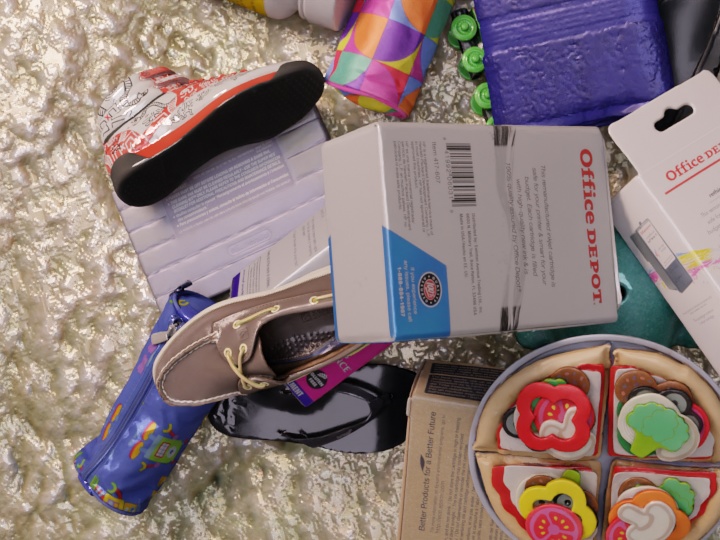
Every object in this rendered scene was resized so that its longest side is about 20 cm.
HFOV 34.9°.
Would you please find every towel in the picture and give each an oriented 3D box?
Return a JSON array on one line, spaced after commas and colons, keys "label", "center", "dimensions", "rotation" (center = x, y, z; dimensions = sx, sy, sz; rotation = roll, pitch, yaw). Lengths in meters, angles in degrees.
[{"label": "towel", "center": [0.163, -0.211, 0.903], "dimensions": [0.147, 0.050, 0.202], "rotation": [-8, 98, 24]}]

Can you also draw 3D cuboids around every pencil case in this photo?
[{"label": "pencil case", "center": [-0.171, 0.112, 0.976], "dimensions": [0.078, 0.087, 0.201], "rotation": [40, 104, 32]}, {"label": "pencil case", "center": [0.039, -0.231, 0.963], "dimensions": [0.088, 0.088, 0.201], "rotation": [22, 91, 8]}]

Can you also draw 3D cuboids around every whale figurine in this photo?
[{"label": "whale figurine", "center": [0.204, 0.052, 0.925], "dimensions": [0.158, 0.104, 0.202], "rotation": [1, 92, 8]}]

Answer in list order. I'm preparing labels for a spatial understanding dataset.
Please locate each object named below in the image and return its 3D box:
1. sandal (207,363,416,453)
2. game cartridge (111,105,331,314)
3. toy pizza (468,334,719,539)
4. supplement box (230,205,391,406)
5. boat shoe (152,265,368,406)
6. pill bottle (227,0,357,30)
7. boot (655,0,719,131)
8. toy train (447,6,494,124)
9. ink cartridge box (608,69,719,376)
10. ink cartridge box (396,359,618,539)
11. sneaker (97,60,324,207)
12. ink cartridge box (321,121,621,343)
[{"label": "sandal", "center": [-0.037, 0.122, 0.989], "dimensions": [0.198, 0.043, 0.077], "rotation": [-4, 89, 8]}, {"label": "game cartridge", "center": [-0.107, -0.055, 1.006], "dimensions": [0.199, 0.038, 0.130], "rotation": [-24, 82, 7]}, {"label": "toy pizza", "center": [0.177, 0.141, 0.834], "dimensions": [0.198, 0.032, 0.202], "rotation": [4, 112, 9]}, {"label": "supplement box", "center": [0.000, 0.000, 0.936], "dimensions": [0.200, 0.103, 0.101], "rotation": [-38, 108, 9]}, {"label": "boat shoe", "center": [-0.069, 0.055, 0.866], "dimensions": [0.199, 0.060, 0.072], "rotation": [-23, 112, 6]}, {"label": "pill bottle", "center": [-0.093, -0.281, 0.964], "dimensions": [0.199, 0.114, 0.115], "rotation": [23, 93, 8]}, {"label": "boot", "center": [0.222, -0.212, 0.939], "dimensions": [0.167, 0.076, 0.201], "rotation": [23, 102, 14]}, {"label": "toy train", "center": [0.127, -0.132, 0.970], "dimensions": [0.056, 0.042, 0.201], "rotation": [-18, 87, -2]}, {"label": "ink cartridge box", "center": [0.268, -0.037, 0.861], "dimensions": [0.117, 0.067, 0.201], "rotation": [-29, 80, -20]}, {"label": "ink cartridge box", "center": [0.116, 0.182, 0.920], "dimensions": [0.163, 0.075, 0.202], "rotation": [8, 114, 9]}, {"label": "sneaker", "center": [-0.135, -0.147, 0.975], "dimensions": [0.200, 0.067, 0.108], "rotation": [-30, 54, 6]}, {"label": "ink cartridge box", "center": [0.081, -0.027, 0.824], "dimensions": [0.199, 0.084, 0.147], "rotation": [-2, 86, -31]}]
